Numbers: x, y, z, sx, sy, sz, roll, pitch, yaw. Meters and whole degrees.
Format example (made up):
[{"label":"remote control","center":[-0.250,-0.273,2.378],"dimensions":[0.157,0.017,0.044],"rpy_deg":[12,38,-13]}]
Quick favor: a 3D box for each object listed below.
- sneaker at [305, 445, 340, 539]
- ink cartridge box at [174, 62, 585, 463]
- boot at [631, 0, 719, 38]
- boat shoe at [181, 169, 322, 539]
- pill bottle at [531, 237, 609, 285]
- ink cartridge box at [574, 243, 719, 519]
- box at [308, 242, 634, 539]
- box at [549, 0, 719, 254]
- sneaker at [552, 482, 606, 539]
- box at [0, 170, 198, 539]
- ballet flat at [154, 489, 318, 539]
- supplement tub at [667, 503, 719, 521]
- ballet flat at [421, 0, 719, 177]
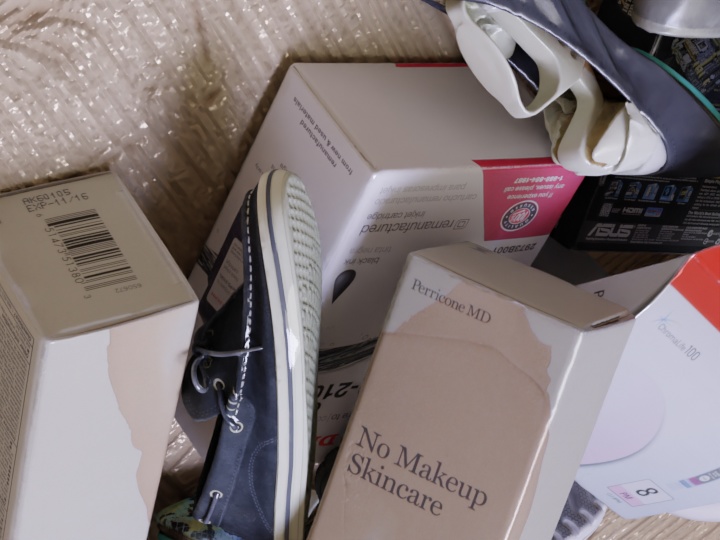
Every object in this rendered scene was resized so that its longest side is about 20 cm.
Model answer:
[{"label":"sneaker","center":[0.010,0.148,1.158],"dimensions":[0.075,0.091,0.200],"rpy_deg":[-10,147,-33]},{"label":"ink cartridge box","center":[0.000,0.000,1.114],"dimensions":[0.144,0.084,0.201],"rpy_deg":[-5,135,-40]},{"label":"boot","center":[0.157,-0.203,1.003],"dimensions":[0.181,0.073,0.201],"rpy_deg":[-2,125,-43]},{"label":"boat shoe","center":[-0.050,0.044,1.017],"dimensions":[0.062,0.075,0.201],"rpy_deg":[6,127,4]},{"label":"pill bottle","center":[0.067,0.080,1.248],"dimensions":[0.114,0.114,0.201],"rpy_deg":[-11,139,-34]},{"label":"ink cartridge box","center":[0.171,0.054,1.098],"dimensions":[0.199,0.057,0.162],"rpy_deg":[-13,142,37]},{"label":"box","center":[0.042,0.097,1.029],"dimensions":[0.078,0.094,0.201],"rpy_deg":[-11,121,-66]},{"label":"box","center":[0.189,-0.087,1.191],"dimensions":[0.199,0.049,0.162],"rpy_deg":[0,119,-44]},{"label":"sneaker","center":[0.071,0.199,1.436],"dimensions":[0.199,0.075,0.082],"rpy_deg":[-26,153,-11]},{"label":"box","center":[-0.142,0.062,1.048],"dimensions":[0.077,0.095,0.201],"rpy_deg":[-15,142,-29]},{"label":"ballet flat","center":[-0.049,0.150,1.282],"dimensions":[0.074,0.074,0.200],"rpy_deg":[-41,149,5]},{"label":"supplement tub","center":[0.216,0.074,1.325],"dimensions":[0.145,0.145,0.200],"rpy_deg":[-43,165,8]},{"label":"ballet flat","center":[0.098,-0.089,1.054],"dimensions":[0.073,0.073,0.200],"rpy_deg":[-43,118,9]}]
